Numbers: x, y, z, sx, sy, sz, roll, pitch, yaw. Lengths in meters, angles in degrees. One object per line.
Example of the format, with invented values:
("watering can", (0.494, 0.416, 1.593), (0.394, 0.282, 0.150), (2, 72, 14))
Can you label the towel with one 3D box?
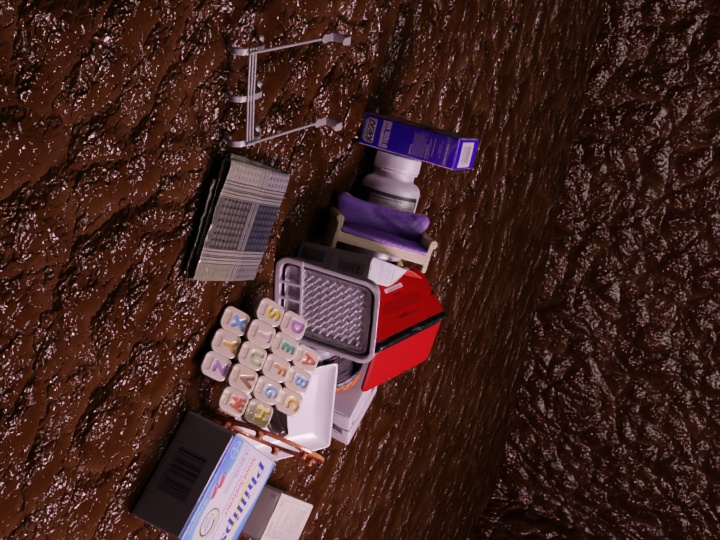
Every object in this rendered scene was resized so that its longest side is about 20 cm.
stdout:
("towel", (-0.189, -0.077, 1.336), (0.200, 0.034, 0.193), (3, 108, -69))

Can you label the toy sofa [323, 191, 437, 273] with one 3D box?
("toy sofa", (0.039, -0.072, 1.619), (0.083, 0.199, 0.098), (-126, -127, -71))

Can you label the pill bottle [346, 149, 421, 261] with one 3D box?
("pill bottle", (0.051, -0.129, 1.714), (0.120, 0.119, 0.201), (-9, 116, -65))

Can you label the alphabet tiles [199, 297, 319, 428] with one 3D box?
("alphabet tiles", (-0.160, 0.150, 1.428), (0.195, 0.015, 0.200), (33, 66, -28))

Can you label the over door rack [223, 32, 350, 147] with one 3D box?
("over door rack", (-0.114, -0.268, 1.274), (0.200, 0.067, 0.148), (-18, 127, -37))

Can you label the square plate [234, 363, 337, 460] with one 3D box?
("square plate", (-0.143, 0.264, 1.603), (0.199, 0.028, 0.199), (-9, 123, -25))

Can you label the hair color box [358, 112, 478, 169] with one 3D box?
("hair color box", (0.110, -0.246, 1.647), (0.109, 0.199, 0.065), (-16, 121, -63))

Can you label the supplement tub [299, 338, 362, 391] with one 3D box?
("supplement tub", (-0.063, 0.149, 1.674), (0.123, 0.122, 0.200), (-60, 155, -24))

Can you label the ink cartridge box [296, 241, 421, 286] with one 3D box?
("ink cartridge box", (0.000, 0.000, 1.610), (0.200, 0.160, 0.047), (23, 81, -58))

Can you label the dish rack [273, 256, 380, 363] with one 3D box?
("dish rack", (-0.055, 0.063, 1.524), (0.044, 0.199, 0.172), (-45, 147, -53))

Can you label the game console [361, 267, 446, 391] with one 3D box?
("game console", (0.059, 0.111, 1.691), (0.200, 0.173, 0.119), (-22, 170, -43))

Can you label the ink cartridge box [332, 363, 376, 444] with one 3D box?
("ink cartridge box", (-0.027, 0.264, 1.841), (0.147, 0.086, 0.200), (-60, 168, -24))

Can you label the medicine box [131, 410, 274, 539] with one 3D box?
("medicine box", (-0.252, 0.357, 1.439), (0.183, 0.103, 0.200), (-63, 155, -17))

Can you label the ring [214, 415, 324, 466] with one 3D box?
("ring", (-0.157, 0.291, 1.473), (0.200, 0.200, 0.019), (57, 51, -62))

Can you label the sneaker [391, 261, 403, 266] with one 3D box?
("sneaker", (0.034, 0.028, 1.876), (0.200, 0.078, 0.091), (-54, 145, -46))

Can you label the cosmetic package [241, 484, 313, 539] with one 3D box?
("cosmetic package", (-0.175, 0.496, 1.763), (0.104, 0.073, 0.200), (-64, 156, -14))

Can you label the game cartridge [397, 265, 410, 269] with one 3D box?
("game cartridge", (0.072, 0.058, 1.798), (0.200, 0.041, 0.134), (-12, 102, -75))

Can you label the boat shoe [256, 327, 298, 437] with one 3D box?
("boat shoe", (-0.137, 0.184, 1.488), (0.075, 0.073, 0.201), (61, 19, -71))
